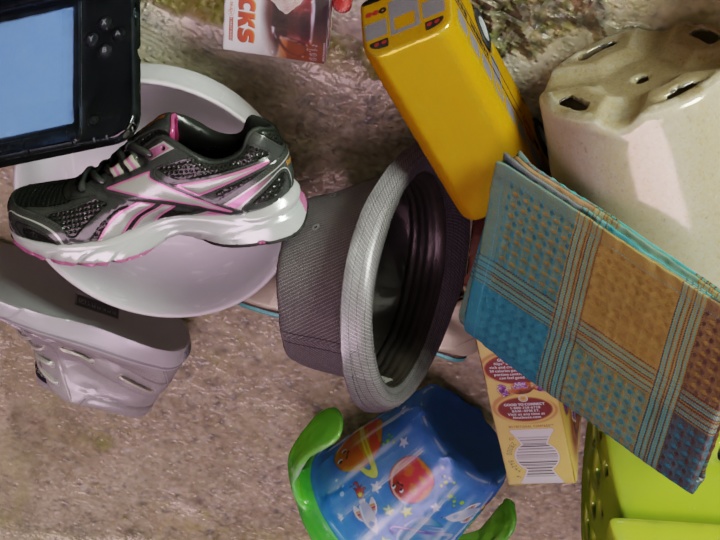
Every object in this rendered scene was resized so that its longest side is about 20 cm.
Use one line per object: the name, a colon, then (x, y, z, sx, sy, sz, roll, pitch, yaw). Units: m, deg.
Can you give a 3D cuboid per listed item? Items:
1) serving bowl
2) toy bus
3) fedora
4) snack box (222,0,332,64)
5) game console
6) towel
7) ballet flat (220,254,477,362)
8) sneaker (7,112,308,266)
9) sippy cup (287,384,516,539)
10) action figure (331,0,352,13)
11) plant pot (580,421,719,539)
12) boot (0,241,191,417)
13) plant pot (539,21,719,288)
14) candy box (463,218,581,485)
serving bowl: (-0.139, -0.065, 1.488, 0.198, 0.066, 0.202, 4, 127, 5)
toy bus: (0.069, -0.104, 1.385, 0.065, 0.079, 0.200, -20, 133, 15)
fedora: (0.000, 0.000, 1.455, 0.089, 0.201, 0.178, 8, 137, 21)
snack box: (-0.049, -0.222, 1.361, 0.071, 0.024, 0.201, 9, 133, 4)
game console: (-0.255, -0.167, 1.390, 0.198, 0.178, 0.116, -9, 159, 18)
towel: (0.152, 0.032, 1.339, 0.199, 0.022, 0.148, 35, 133, 26)
ballet flat: (0.000, 0.009, 1.546, 0.198, 0.070, 0.070, 14, 133, -8)
sneaker: (-0.137, -0.064, 1.409, 0.198, 0.081, 0.087, -8, 120, 1)
sippy cup: (0.040, 0.162, 1.639, 0.130, 0.177, 0.140, -43, 71, 26)
action figure: (0.024, -0.243, 1.318, 0.065, 0.052, 0.201, 14, 131, 3)
plant pot: (0.264, 0.202, 1.594, 0.197, 0.182, 0.201, 4, 134, 5)
boot: (-0.234, 0.052, 1.611, 0.198, 0.074, 0.096, 23, 125, -13)
plant pot: (0.201, -0.051, 1.381, 0.198, 0.201, 0.185, -10, 120, 18)
candy box: (0.120, 0.044, 1.515, 0.056, 0.117, 0.201, -5, 132, 15)
